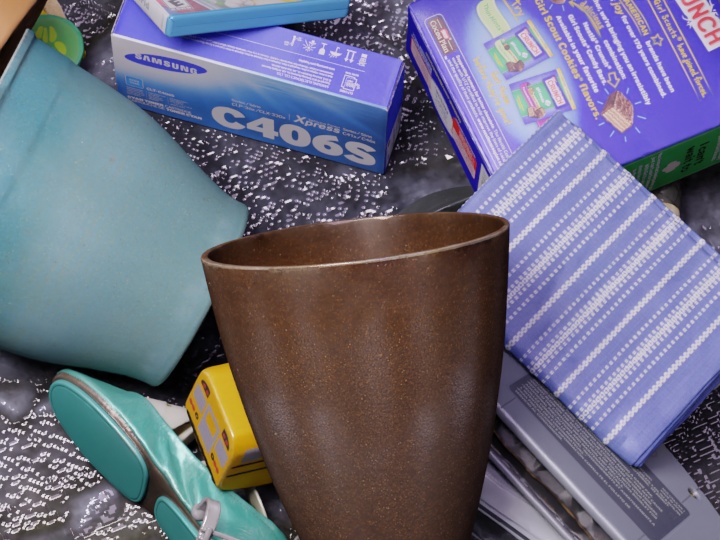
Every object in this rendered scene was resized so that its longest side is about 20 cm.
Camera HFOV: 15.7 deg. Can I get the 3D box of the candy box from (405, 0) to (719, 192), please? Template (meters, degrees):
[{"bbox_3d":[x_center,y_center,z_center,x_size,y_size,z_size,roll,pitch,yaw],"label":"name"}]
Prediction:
[{"bbox_3d":[0.153,-0.133,1.770,0.199,0.077,0.170,-22,72,-9],"label":"candy box"}]

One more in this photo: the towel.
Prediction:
[{"bbox_3d":[0.153,0.012,1.681,0.200,0.024,0.145,44,77,5],"label":"towel"}]

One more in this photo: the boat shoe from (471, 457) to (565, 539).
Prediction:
[{"bbox_3d":[0.128,0.186,1.668,0.200,0.071,0.072,38,28,-4],"label":"boat shoe"}]

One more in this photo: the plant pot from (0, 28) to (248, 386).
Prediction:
[{"bbox_3d":[-0.183,-0.023,1.697,0.187,0.200,0.201,29,64,-9],"label":"plant pot"}]

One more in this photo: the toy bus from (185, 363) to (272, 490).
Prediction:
[{"bbox_3d":[-0.011,0.085,1.687,0.199,0.078,0.065,-12,63,-25],"label":"toy bus"}]

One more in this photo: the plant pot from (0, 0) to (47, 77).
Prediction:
[{"bbox_3d":[-0.298,-0.170,1.721,0.140,0.200,0.201,34,66,-5],"label":"plant pot"}]

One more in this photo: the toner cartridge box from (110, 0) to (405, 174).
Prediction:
[{"bbox_3d":[-0.071,-0.131,1.804,0.198,0.095,0.043,15,64,6],"label":"toner cartridge box"}]

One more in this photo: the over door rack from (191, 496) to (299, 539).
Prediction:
[{"bbox_3d":[-0.068,0.259,1.608,0.147,0.067,0.201,21,76,-14],"label":"over door rack"}]

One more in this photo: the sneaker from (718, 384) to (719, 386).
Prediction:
[{"bbox_3d":[0.159,0.026,1.742,0.198,0.080,0.078,8,63,3],"label":"sneaker"}]

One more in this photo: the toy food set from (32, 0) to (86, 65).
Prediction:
[{"bbox_3d":[-0.298,-0.153,1.833,0.200,0.049,0.198,41,69,17],"label":"toy food set"}]

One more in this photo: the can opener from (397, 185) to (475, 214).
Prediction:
[{"bbox_3d":[0.000,0.000,1.774,0.199,0.053,0.067,-19,31,-13],"label":"can opener"}]

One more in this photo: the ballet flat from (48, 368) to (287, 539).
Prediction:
[{"bbox_3d":[-0.118,0.132,1.694,0.070,0.068,0.200,-32,71,-33],"label":"ballet flat"}]

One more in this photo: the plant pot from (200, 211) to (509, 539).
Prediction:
[{"bbox_3d":[0.007,0.079,1.565,0.185,0.187,0.202,-7,99,-5],"label":"plant pot"}]

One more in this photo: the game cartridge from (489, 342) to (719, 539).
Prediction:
[{"bbox_3d":[0.147,0.124,1.666,0.200,0.133,0.042,47,115,11],"label":"game cartridge"}]

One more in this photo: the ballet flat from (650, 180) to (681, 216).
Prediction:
[{"bbox_3d":[0.186,-0.107,1.821,0.066,0.057,0.201,-4,64,-6],"label":"ballet flat"}]

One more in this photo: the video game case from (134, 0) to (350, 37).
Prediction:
[{"bbox_3d":[-0.115,-0.224,1.823,0.142,0.018,0.200,-10,37,-30],"label":"video game case"}]
